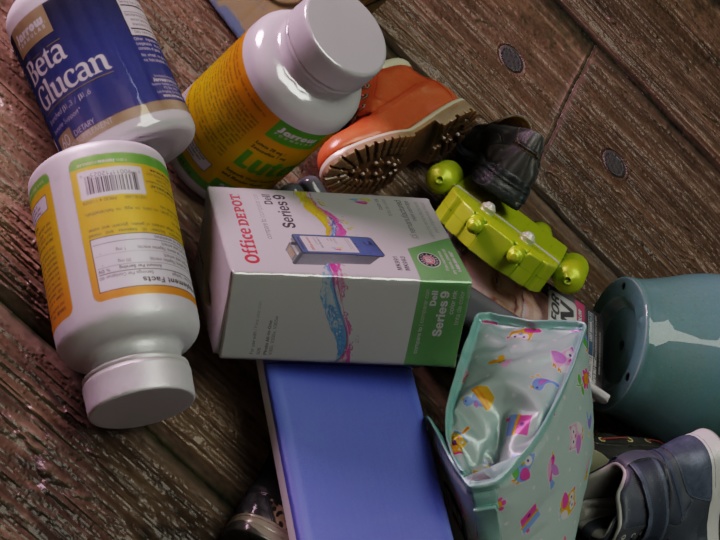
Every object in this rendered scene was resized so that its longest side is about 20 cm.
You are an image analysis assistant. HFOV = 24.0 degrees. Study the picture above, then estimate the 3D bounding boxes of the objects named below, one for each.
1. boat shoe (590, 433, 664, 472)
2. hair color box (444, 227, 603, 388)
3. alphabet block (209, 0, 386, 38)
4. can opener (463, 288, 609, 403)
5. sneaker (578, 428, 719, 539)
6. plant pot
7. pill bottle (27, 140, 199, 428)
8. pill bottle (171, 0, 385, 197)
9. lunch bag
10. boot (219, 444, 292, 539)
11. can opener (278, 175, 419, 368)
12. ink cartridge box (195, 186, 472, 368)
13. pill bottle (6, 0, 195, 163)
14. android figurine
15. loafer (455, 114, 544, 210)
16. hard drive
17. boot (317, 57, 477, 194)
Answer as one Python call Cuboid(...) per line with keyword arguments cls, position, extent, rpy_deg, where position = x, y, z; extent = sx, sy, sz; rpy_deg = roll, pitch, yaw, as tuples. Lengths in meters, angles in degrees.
Cuboid(cls="boat shoe", position=(0.222, 0.191, 1.586), extent=(0.200, 0.074, 0.063), rpy_deg=(7, 20, -27))
Cuboid(cls="hair color box", position=(0.138, 0.051, 1.597), extent=(0.199, 0.060, 0.101), rpy_deg=(28, 47, -25))
Cuboid(cls="alphabet block", position=(-0.035, -0.334, 1.585), extent=(0.196, 0.200, 0.196), rpy_deg=(50, 42, -4))
Cuboid(cls="can opener", position=(0.138, 0.081, 1.508), extent=(0.199, 0.053, 0.067), rpy_deg=(32, 84, -24))
Cuboid(cls="sneaker", position=(0.261, 0.255, 1.542), extent=(0.145, 0.077, 0.204), rpy_deg=(-11, 106, -32))
Cuboid(cls="plant pot", position=(0.326, 0.090, 1.656), extent=(0.187, 0.200, 0.201), rpy_deg=(13, 54, -19))
Cuboid(cls="pill bottle", position=(-0.185, 0.013, 1.291), extent=(0.111, 0.111, 0.201), rpy_deg=(5, 61, -40))
Cuboid(cls="pill bottle", position=(-0.070, -0.147, 1.420), extent=(0.111, 0.200, 0.112), rpy_deg=(22, 51, -30))
Cuboid(cls="lunch bag", position=(0.124, 0.162, 1.406), extent=(0.201, 0.121, 0.171), rpy_deg=(-65, 153, -45))
Cuboid(cls="boot", position=(-0.007, 0.204, 1.360), extent=(0.199, 0.073, 0.151), rpy_deg=(30, 47, -13))
Cuboid(cls="can opener", position=(0.000, 0.000, 1.500), extent=(0.053, 0.067, 0.201), rpy_deg=(-25, 83, -48))
Cuboid(cls="ink cartridge box", position=(-0.026, 0.005, 1.374), extent=(0.198, 0.088, 0.146), rpy_deg=(2, 29, -14))
Cuboid(cls="pill bottle", position=(-0.222, -0.178, 1.380), extent=(0.111, 0.111, 0.201), rpy_deg=(-14, 73, -46))
Cuboid(cls="android figurine", position=(0.135, -0.039, 1.597), extent=(0.182, 0.041, 0.200), rpy_deg=(38, 13, 5))
Cuboid(cls="loafer", position=(0.143, -0.117, 1.645), extent=(0.073, 0.073, 0.200), rpy_deg=(32, 11, -15))
Cuboid(cls="hard drive", position=(-0.004, 0.150, 1.330), extent=(0.131, 0.025, 0.201), rpy_deg=(4, 54, -25))
Cuboid(cls="boot", position=(0.011, -0.141, 1.611), extent=(0.107, 0.075, 0.200), rpy_deg=(45, 43, 16))
